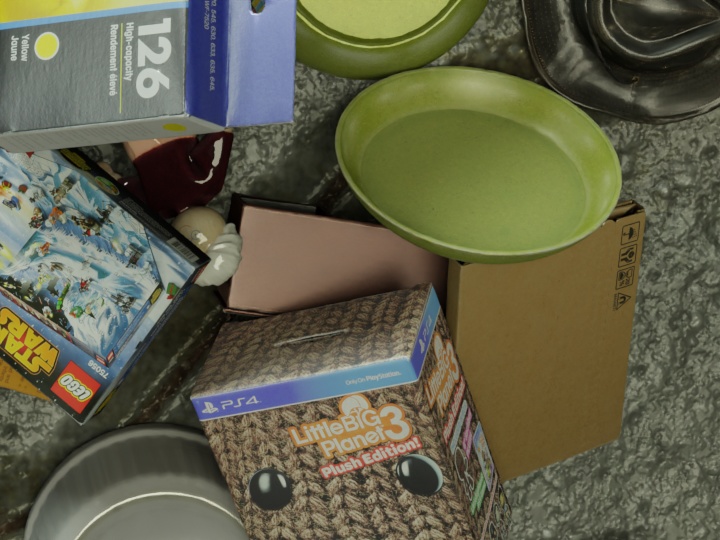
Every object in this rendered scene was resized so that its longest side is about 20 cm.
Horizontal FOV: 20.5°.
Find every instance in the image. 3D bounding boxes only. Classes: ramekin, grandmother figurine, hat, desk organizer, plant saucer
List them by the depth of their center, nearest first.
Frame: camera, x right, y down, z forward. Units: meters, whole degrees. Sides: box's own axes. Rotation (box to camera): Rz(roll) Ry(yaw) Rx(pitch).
[{"bbox_3d":[-0.137,-0.081,1.363,0.121,0.060,0.201,-27,84,34],"label":"grandmother figurine"},{"bbox_3d":[0.080,-0.068,1.374,0.198,0.201,0.031,1,132,-10],"label":"plant saucer"},{"bbox_3d":[0.008,-0.233,1.402,0.198,0.031,0.202,-2,101,-10],"label":"plant saucer"},{"bbox_3d":[0.218,-0.193,1.421,0.199,0.081,0.202,-2,101,-10],"label":"hat"},{"bbox_3d":[0.000,0.000,1.430,0.199,0.072,0.078,8,98,-12],"label":"desk organizer"},{"bbox_3d":[-0.145,0.220,1.438,0.201,0.094,0.204,-2,102,-10],"label":"ramekin"}]

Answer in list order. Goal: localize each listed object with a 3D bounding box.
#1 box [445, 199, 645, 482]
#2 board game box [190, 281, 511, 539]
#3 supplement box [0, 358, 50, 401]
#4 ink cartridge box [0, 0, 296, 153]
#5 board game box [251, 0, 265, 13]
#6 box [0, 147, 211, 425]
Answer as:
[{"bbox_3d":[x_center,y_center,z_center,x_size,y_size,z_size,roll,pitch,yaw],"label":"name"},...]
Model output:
[{"bbox_3d":[0.128,0.058,1.429,0.163,0.021,0.201,-16,126,-28],"label":"box"},{"bbox_3d":[-0.002,0.130,1.370,0.158,0.097,0.201,-12,116,18],"label":"board game box"},{"bbox_3d":[-0.276,0.032,1.385,0.199,0.067,0.069,17,110,-12],"label":"supplement box"},{"bbox_3d":[-0.138,-0.181,1.234,0.199,0.047,0.199,-5,76,23],"label":"ink cartridge box"},{"bbox_3d":[-0.079,-0.281,1.303,0.165,0.057,0.200,35,82,24],"label":"board game box"},{"bbox_3d":[-0.215,-0.015,1.304,0.200,0.040,0.137,40,107,4],"label":"box"}]
